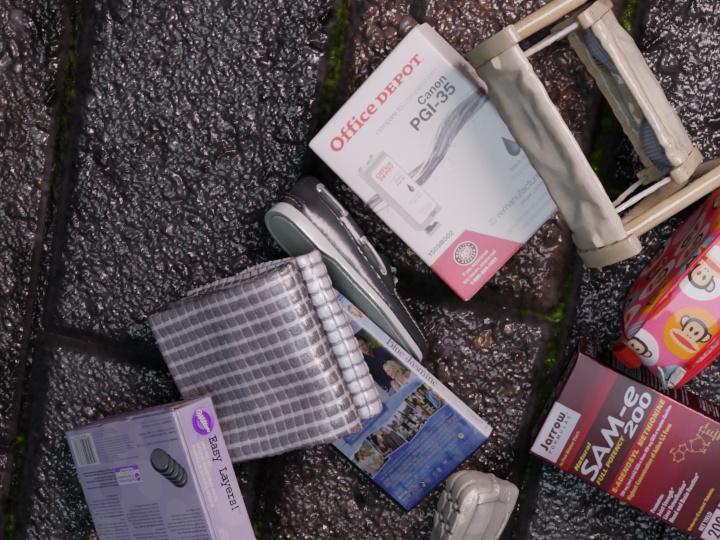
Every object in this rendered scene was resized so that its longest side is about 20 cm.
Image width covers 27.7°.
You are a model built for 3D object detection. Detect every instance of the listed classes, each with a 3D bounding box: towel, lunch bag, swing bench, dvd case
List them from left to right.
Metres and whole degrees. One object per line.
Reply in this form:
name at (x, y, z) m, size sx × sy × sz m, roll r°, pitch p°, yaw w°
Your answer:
towel at (-0.094, 0.086, 1.319) m, size 0.199 × 0.085 × 0.167 m, roll -20°, pitch 99°, yaw 39°
dvd case at (0.009, 0.123, 1.352) m, size 0.200 × 0.018 × 0.143 m, roll 41°, pitch 129°, yaw -1°
swing bench at (0.202, -0.132, 1.192) m, size 0.199 × 0.130 × 0.200 m, roll -32°, pitch 95°, yaw -25°
lunch bag at (0.278, 0.017, 1.221) m, size 0.082 × 0.200 × 0.176 m, roll 41°, pitch 108°, yaw 0°

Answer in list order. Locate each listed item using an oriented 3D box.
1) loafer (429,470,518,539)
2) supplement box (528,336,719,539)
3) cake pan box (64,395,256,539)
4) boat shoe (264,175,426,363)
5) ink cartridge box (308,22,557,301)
loafer at (0.090, 0.278, 1.372) m, size 0.069 × 0.070 × 0.201 m, roll 11°, pitch 118°, yaw -22°
supplement box at (0.264, 0.156, 1.324) m, size 0.199 × 0.061 × 0.110 m, roll 26°, pitch 105°, yaw 4°
cake pan box at (-0.186, 0.221, 1.361) m, size 0.199 × 0.052 × 0.186 m, roll -17°, pitch 90°, yaw 46°
boat shoe at (0.000, 0.000, 1.331) m, size 0.200 × 0.075 × 0.060 m, roll 50°, pitch 62°, yaw -17°
ink cartridge box at (0.073, -0.097, 1.290) m, size 0.200 × 0.083 × 0.147 m, roll 44°, pitch 105°, yaw -2°
